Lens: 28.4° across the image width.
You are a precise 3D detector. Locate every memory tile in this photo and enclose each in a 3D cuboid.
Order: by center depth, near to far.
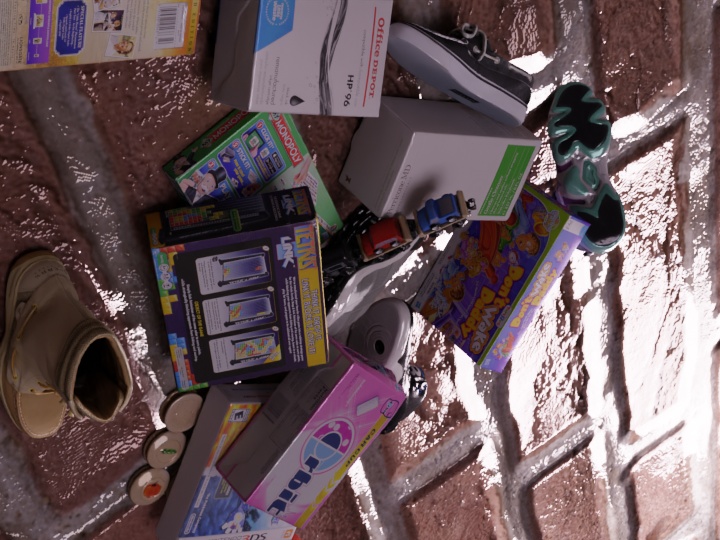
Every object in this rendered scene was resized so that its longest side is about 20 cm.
[{"bbox_3d":[-0.161,0.200,1.599,0.198,0.017,0.155,8,113,-45],"label":"memory tile"}]

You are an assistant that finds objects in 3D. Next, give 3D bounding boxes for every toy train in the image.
[{"bbox_3d":[0.027,-0.035,1.472,0.198,0.035,0.046,-23,152,19],"label":"toy train"}]

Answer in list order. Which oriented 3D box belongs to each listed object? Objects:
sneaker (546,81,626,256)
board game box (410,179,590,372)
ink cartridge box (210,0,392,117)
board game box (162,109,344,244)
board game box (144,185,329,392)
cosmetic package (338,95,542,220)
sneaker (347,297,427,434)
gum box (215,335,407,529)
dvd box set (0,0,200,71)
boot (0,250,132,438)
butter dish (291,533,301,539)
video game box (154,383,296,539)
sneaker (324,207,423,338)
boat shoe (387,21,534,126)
[{"bbox_3d":[0.254,-0.113,1.691,0.077,0.203,0.140,-6,174,-6],"label":"sneaker"},{"bbox_3d":[0.159,-0.005,1.645,0.045,0.134,0.202,17,107,-47],"label":"board game box"},{"bbox_3d":[-0.038,-0.208,1.343,0.198,0.067,0.118,-3,106,-41],"label":"ink cartridge box"},{"bbox_3d":[-0.103,-0.073,1.436,0.134,0.029,0.201,-40,139,-13],"label":"board game box"},{"bbox_3d":[-0.120,0.020,1.420,0.163,0.057,0.202,-11,133,-9],"label":"board game box"},{"bbox_3d":[0.087,-0.119,1.532,0.198,0.085,0.109,-3,125,-42],"label":"cosmetic package"},{"bbox_3d":[0.040,0.107,1.678,0.111,0.073,0.202,-10,134,-41],"label":"sneaker"},{"bbox_3d":[-0.049,0.172,1.546,0.201,0.066,0.113,-52,140,2],"label":"gum box"},{"bbox_3d":[-0.222,-0.247,1.193,0.198,0.029,0.148,-13,127,-35],"label":"dvd box set"},{"bbox_3d":[-0.273,0.103,1.315,0.072,0.155,0.202,-12,127,-35],"label":"boot"},{"bbox_3d":[-0.144,0.418,1.681,0.148,0.201,0.199,-41,146,27],"label":"butter dish"},{"bbox_3d":[-0.121,0.221,1.606,0.181,0.047,0.202,1,118,-46],"label":"video game box"},{"bbox_3d":[0.000,0.000,1.561,0.200,0.074,0.079,-44,149,2],"label":"sneaker"},{"bbox_3d":[0.108,-0.221,1.478,0.198,0.073,0.069,25,82,-30],"label":"boat shoe"}]
